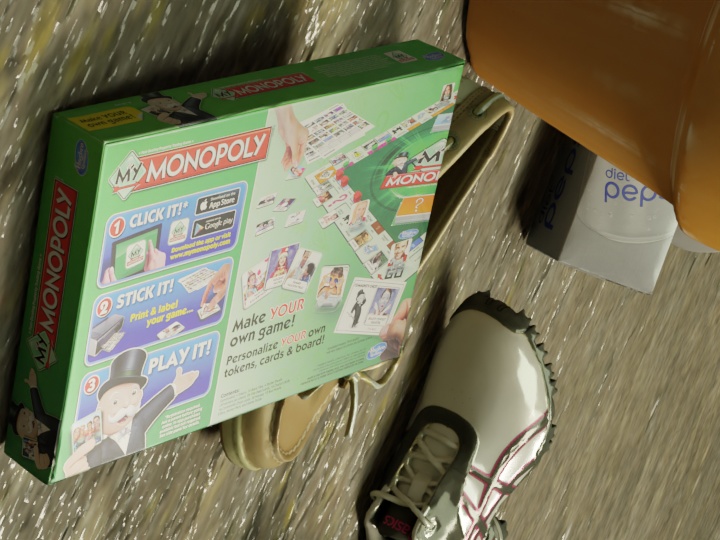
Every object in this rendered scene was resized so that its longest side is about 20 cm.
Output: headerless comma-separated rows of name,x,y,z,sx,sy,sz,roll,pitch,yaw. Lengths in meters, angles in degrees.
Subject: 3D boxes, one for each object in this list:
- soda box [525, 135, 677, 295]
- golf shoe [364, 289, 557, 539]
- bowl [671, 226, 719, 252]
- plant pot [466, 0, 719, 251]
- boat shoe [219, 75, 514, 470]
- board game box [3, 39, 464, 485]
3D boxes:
soda box,0.165,-0.093,1.237,0.068,0.063,0.201,-141,-109,-75
golf shoe,0.050,0.111,1.176,0.088,0.077,0.202,-25,133,-52
bowl,0.233,-0.116,1.315,0.201,0.074,0.200,-67,-165,-9
plant pot,0.158,-0.123,1.049,0.201,0.182,0.201,-53,156,-37
boat shoe,0.000,0.000,0.946,0.201,0.062,0.073,-66,160,-5
board game box,-0.043,-0.008,0.814,0.199,0.029,0.136,-17,126,-48
